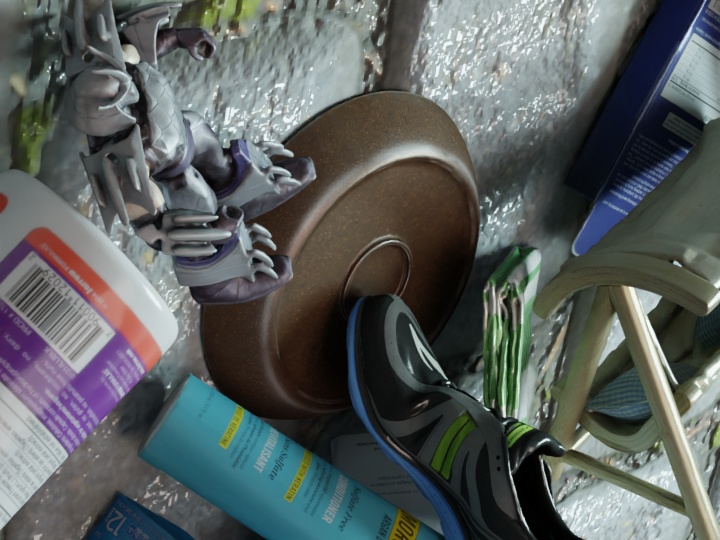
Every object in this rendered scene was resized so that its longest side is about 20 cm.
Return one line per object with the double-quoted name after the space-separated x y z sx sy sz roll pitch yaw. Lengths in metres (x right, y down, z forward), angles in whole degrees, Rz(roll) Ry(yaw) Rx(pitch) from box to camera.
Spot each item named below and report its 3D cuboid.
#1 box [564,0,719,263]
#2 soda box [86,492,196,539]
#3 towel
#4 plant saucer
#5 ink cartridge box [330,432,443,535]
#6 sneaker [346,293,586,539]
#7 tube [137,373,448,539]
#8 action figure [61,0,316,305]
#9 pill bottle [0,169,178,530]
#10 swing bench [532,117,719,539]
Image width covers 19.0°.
0.195 -0.091 1.336 0.121 0.032 0.201 22 97 -53 "box"
-0.067 0.199 1.112 0.064 0.200 0.068 -54 142 -3 "soda box"
0.091 0.093 1.260 0.153 0.023 0.202 -42 132 -77 "towel"
0.000 0.000 1.184 0.200 0.034 0.201 -29 134 -34 "plant saucer"
0.030 0.212 1.228 0.084 0.201 0.145 -4 130 2 "ink cartridge box"
0.063 0.093 1.151 0.083 0.200 0.071 -39 168 30 "sneaker"
-0.022 0.129 1.132 0.050 0.199 0.078 -49 -169 43 "tube"
-0.084 -0.055 1.001 0.200 0.069 0.131 47 37 -63 "action figure"
-0.185 0.062 0.956 0.200 0.111 0.112 -47 142 -12 "pill bottle"
0.205 0.017 1.274 0.199 0.129 0.201 -40 137 -36 "swing bench"
